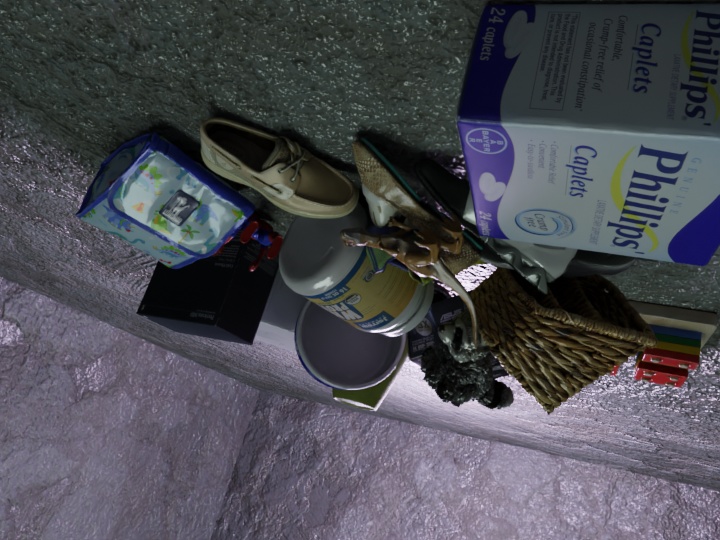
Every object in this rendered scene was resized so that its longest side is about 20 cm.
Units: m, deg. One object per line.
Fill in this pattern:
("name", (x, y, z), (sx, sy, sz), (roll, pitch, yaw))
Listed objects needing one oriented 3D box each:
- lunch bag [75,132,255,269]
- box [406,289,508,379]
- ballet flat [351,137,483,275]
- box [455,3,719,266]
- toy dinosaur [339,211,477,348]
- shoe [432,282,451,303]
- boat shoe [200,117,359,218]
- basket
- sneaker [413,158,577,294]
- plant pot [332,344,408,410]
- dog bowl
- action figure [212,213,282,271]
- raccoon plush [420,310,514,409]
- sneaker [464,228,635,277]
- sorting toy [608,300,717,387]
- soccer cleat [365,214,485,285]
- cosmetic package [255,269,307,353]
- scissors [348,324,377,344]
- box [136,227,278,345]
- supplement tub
("lunch bag", (-0.271, -0.099, 0.830), (0.199, 0.128, 0.170), (-19, 139, 39))
("box", (0.199, 0.107, 0.953), (0.199, 0.087, 0.164), (-23, 141, 30))
("ballet flat", (0.052, -0.061, 0.662), (0.200, 0.065, 0.071), (40, -171, -13))
("box", (0.190, -0.099, 0.461), (0.199, 0.106, 0.184), (9, 160, 20))
("toy dinosaur", (0.076, -0.009, 0.640), (0.199, 0.061, 0.106), (33, 147, 1))
("shoe", (0.056, 0.043, 1.020), (0.199, 0.072, 0.091), (12, 159, -1))
("boat shoe", (-0.094, -0.121, 0.690), (0.199, 0.072, 0.065), (24, 162, -3))
("basket", (0.229, 0.041, 0.713), (0.149, 0.200, 0.143), (-41, 99, 19))
("sneaker", (0.151, -0.071, 0.642), (0.200, 0.089, 0.074), (39, -169, 1))
("plant pot", (0.013, 0.179, 1.222), (0.186, 0.201, 0.187), (15, 160, 5))
("dog bowl", (-0.021, 0.118, 1.084), (0.199, 0.201, 0.079), (19, 164, -8))
("action figure", (-0.169, -0.036, 0.880), (0.065, 0.099, 0.200), (33, -177, -16))
("raccoon plush", (0.179, 0.119, 0.848), (0.199, 0.097, 0.134), (15, 125, -39))
("sneaker", (0.222, -0.021, 0.703), (0.199, 0.071, 0.080), (9, 163, 21))
("sorting toy", (0.418, 0.117, 0.915), (0.198, 0.070, 0.200), (9, 160, 22))
("soccer cleat", (0.092, -0.018, 0.751), (0.199, 0.084, 0.065), (7, 160, -31))
("cosmetic package", (-0.156, 0.084, 1.220), (0.199, 0.124, 0.199), (21, 160, -8))
("scissors", (-0.036, 0.056, 1.145), (0.200, 0.073, 0.014), (50, 162, 3))
("box", (-0.265, 0.020, 1.044), (0.199, 0.183, 0.104), (5, 158, 32))
("supplement tub", (0.000, 0.000, 0.825), (0.144, 0.145, 0.200), (-2, 153, 42))
